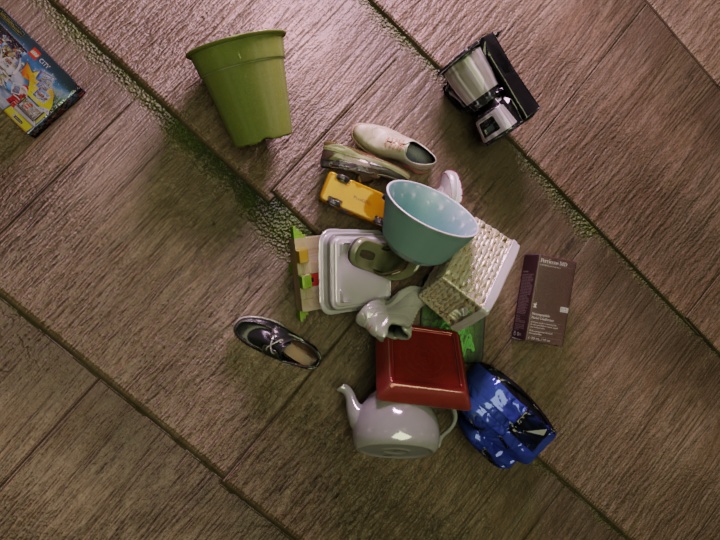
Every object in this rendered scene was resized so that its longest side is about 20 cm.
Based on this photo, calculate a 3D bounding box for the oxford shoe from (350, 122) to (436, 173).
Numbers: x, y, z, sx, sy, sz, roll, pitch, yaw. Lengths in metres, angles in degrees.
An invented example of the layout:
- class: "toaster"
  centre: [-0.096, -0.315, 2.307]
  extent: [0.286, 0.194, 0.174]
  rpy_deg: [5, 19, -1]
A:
- class: "oxford shoe"
  centre: [0.076, -0.274, 1.158]
  extent: [0.199, 0.074, 0.071]
  rpy_deg: [18, 88, -11]

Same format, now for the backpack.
- class: "backpack"
  centre: [0.296, 0.315, 1.169]
  extent: [0.168, 0.162, 0.200]
  rpy_deg: [-44, 99, -4]

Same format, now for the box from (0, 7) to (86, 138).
- class: "box"
  centre: [-0.659, -0.378, 1.030]
  extent: [0.137, 0.038, 0.200]
  rpy_deg: [-45, 99, -7]

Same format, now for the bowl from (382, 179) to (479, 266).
- class: "bowl"
  centre: [0.124, -0.083, 1.064]
  extent: [0.200, 0.201, 0.105]
  rpy_deg: [19, 120, -11]

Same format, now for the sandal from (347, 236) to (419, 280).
- class: "sandal"
  centre: [0.058, -0.019, 1.091]
  extent: [0.200, 0.057, 0.080]
  rpy_deg: [7, 97, -45]

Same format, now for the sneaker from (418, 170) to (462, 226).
- class: "sneaker"
  centre: [0.159, -0.129, 1.174]
  extent: [0.088, 0.081, 0.201]
  rpy_deg: [19, 87, -12]

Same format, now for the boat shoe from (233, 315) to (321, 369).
- class: "boat shoe"
  centre: [-0.172, 0.151, 1.123]
  extent: [0.199, 0.068, 0.072]
  rpy_deg: [27, 88, -9]

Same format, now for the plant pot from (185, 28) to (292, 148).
- class: "plant pot"
  centre: [-0.218, -0.350, 1.058]
  extent: [0.199, 0.200, 0.191]
  rpy_deg: [-17, 107, -10]

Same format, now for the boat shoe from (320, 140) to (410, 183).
- class: "boat shoe"
  centre: [0.008, -0.219, 1.154]
  extent: [0.199, 0.073, 0.065]
  rpy_deg: [19, 99, -7]

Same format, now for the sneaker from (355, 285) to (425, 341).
- class: "sneaker"
  centre: [0.086, 0.101, 1.132]
  extent: [0.199, 0.078, 0.100]
  rpy_deg: [-21, 62, -36]

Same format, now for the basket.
- class: "basket"
  centre: [0.228, 0.005, 1.138]
  extent: [0.123, 0.136, 0.200]
  rpy_deg: [36, 60, -3]

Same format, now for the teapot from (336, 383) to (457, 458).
- class: "teapot"
  centre: [0.078, 0.310, 1.131]
  extent: [0.200, 0.196, 0.147]
  rpy_deg: [39, 45, -46]

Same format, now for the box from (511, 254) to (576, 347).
- class: "box"
  centre: [0.424, 0.068, 1.236]
  extent: [0.099, 0.075, 0.202]
  rpy_deg: [9, 88, -11]

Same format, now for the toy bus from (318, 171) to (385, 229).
- class: "toy bus"
  centre: [0.011, -0.142, 1.146]
  extent: [0.199, 0.078, 0.065]
  rpy_deg: [21, 88, -11]

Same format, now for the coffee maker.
- class: "coffee maker"
  centre: [0.298, -0.404, 1.170]
  extent: [0.192, 0.135, 0.201]
  rpy_deg: [-37, 98, -9]

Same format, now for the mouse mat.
- class: "mouse mat"
  centre: [0.213, 0.113, 1.228]
  extent: [0.160, 0.008, 0.202]
  rpy_deg: [4, 91, -11]

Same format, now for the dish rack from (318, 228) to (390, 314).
- class: "dish rack"
  centre: [0.000, 0.000, 1.111]
  extent: [0.199, 0.043, 0.173]
  rpy_deg: [-4, 94, -47]

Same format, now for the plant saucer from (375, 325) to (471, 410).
- class: "plant saucer"
  centre: [0.132, 0.189, 1.127]
  extent: [0.198, 0.200, 0.037]
  rpy_deg: [8, 134, -7]

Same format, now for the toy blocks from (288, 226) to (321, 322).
- class: "toy blocks"
  centre: [-0.073, 0.000, 1.133]
  extent: [0.136, 0.100, 0.202]
  rpy_deg: [-8, 96, -21]
